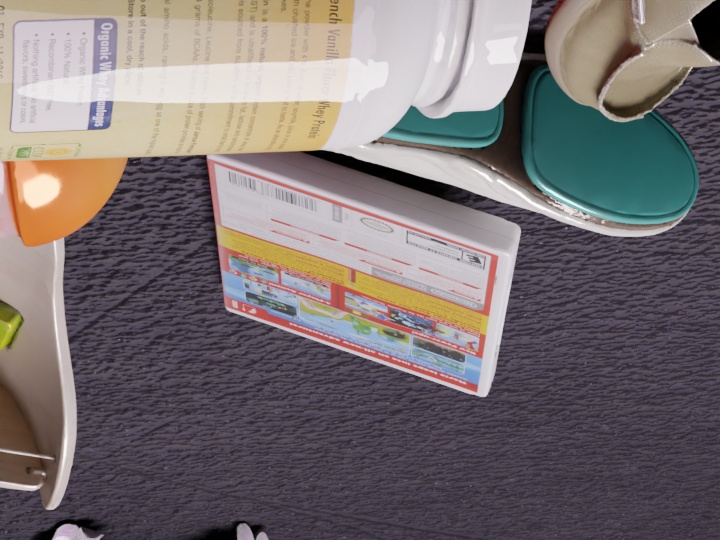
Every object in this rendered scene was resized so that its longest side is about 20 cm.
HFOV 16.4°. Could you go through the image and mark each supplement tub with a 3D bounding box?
[{"bbox_3d":[-0.056,-0.108,0.792,0.200,0.145,0.144,-2,158,-13],"label":"supplement tub"}]

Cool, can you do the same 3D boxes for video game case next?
[{"bbox_3d":[0.000,0.000,1.178,0.143,0.017,0.200,19,160,6],"label":"video game case"}]

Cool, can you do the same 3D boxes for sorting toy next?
[{"bbox_3d":[-0.212,0.007,1.112,0.200,0.107,0.180,10,142,-15],"label":"sorting toy"}]

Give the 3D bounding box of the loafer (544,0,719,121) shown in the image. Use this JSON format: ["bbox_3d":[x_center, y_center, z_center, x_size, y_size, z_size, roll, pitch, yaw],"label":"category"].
[{"bbox_3d":[0.126,-0.103,0.944,0.076,0.068,0.200,-32,165,-19],"label":"loafer"}]

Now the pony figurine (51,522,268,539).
[{"bbox_3d":[-0.157,0.267,1.702,0.166,0.200,0.193,11,137,-25],"label":"pony figurine"}]

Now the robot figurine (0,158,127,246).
[{"bbox_3d":[-0.170,-0.061,0.917,0.200,0.117,0.144,-5,147,-4],"label":"robot figurine"}]

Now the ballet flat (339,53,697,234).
[{"bbox_3d":[0.052,-0.060,1.060,0.200,0.069,0.069,13,151,-32],"label":"ballet flat"}]
